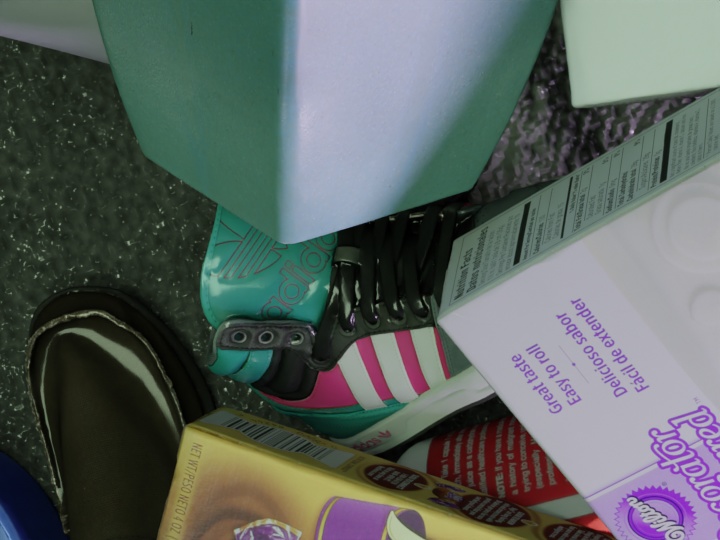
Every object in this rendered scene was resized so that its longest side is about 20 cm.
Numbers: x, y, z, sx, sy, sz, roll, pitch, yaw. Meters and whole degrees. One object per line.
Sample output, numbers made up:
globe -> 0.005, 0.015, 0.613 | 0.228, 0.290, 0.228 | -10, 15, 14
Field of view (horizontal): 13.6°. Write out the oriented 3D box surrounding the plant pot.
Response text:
plant pot -> -0.012, -0.124, 1.033 | 0.141, 0.141, 0.201 | 32, 129, 42

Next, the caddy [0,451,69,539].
caddy -> -0.186, 0.164, 1.281 | 0.141, 0.105, 0.201 | -25, 89, 14

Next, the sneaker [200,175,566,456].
sneaker -> 0.000, 0.000, 1.186 | 0.120, 0.084, 0.200 | 25, 144, -21

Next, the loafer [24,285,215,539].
loafer -> -0.091, 0.102, 1.274 | 0.073, 0.071, 0.201 | -22, 90, 13

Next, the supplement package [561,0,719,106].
supplement package -> 0.139, -0.125, 1.134 | 0.109, 0.200, 0.114 | -7, 92, 12

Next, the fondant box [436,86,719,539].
fondant box -> 0.149, 0.009, 1.047 | 0.200, 0.058, 0.144 | -30, 113, 25

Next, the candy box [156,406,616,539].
candy box -> 0.016, 0.139, 1.149 | 0.199, 0.056, 0.117 | 17, 101, 11

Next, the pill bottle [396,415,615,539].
pill bottle -> 0.080, 0.111, 1.217 | 0.199, 0.112, 0.113 | -16, 91, 13

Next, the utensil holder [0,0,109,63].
utensil holder -> -0.087, -0.161, 1.162 | 0.169, 0.199, 0.171 | -12, 72, 43

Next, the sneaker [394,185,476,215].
sneaker -> 0.013, -0.104, 1.235 | 0.079, 0.075, 0.201 | 9, 96, 14
